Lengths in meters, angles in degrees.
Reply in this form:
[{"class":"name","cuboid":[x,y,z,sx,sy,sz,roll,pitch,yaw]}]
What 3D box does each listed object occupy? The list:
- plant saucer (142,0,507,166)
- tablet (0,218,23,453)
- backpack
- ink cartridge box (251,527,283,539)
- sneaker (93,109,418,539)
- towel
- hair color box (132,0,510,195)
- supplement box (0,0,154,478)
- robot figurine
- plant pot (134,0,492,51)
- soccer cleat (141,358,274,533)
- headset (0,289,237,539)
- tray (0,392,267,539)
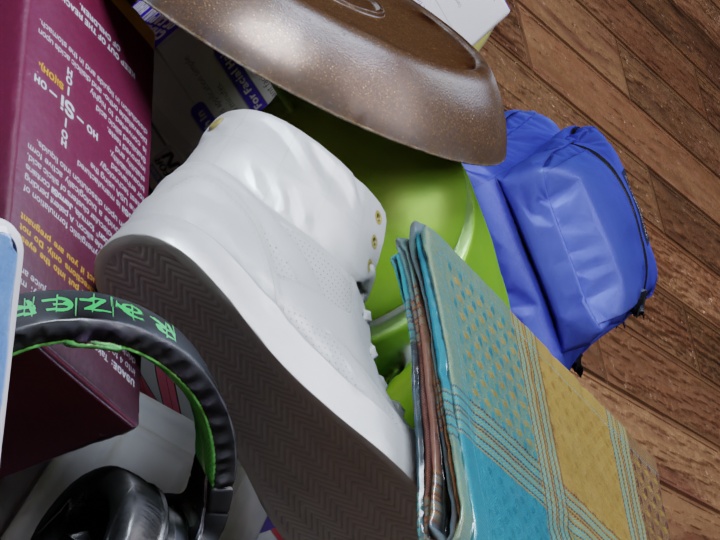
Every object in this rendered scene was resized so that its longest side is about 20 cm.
[{"class":"plant saucer","cuboid":[-0.021,-0.106,1.010,0.200,0.032,0.200,28,15,-8]},{"class":"tablet","cuboid":[-0.190,0.043,0.702,0.199,0.014,0.131,3,96,-38]},{"class":"backpack","cuboid":[0.080,-0.003,1.382,0.200,0.167,0.163,-36,111,-72]},{"class":"ink cartridge box","cuboid":[-0.028,0.191,0.966,0.083,0.146,0.200,57,24,-26]},{"class":"sneaker","cuboid":[-0.004,0.032,0.920,0.200,0.073,0.116,54,39,-19]},{"class":"towel","cuboid":[0.073,0.089,0.938,0.200,0.022,0.147,44,31,-44]},{"class":"hair color box","cuboid":[-0.037,-0.104,1.155,0.065,0.200,0.110,22,-29,56]},{"class":"supplement box","cuboid":[-0.146,-0.024,0.922,0.086,0.110,0.201,47,30,-43]},{"class":"robot figurine","cuboid":[0.000,0.000,1.062,0.176,0.115,0.200,60,-4,33]},{"class":"plant pot","cuboid":[-0.037,-0.183,1.261,0.200,0.200,0.142,57,-4,-30]},{"class":"soccer cleat","cuboid":[-0.064,0.087,1.098,0.200,0.076,0.067,47,-5,-17]},{"class":"headset","cuboid":[-0.109,0.107,0.831,0.123,0.201,0.094,7,24,-22]},{"class":"tray","cuboid":[-0.097,0.102,0.971,0.107,0.022,0.200,30,28,-2]}]
